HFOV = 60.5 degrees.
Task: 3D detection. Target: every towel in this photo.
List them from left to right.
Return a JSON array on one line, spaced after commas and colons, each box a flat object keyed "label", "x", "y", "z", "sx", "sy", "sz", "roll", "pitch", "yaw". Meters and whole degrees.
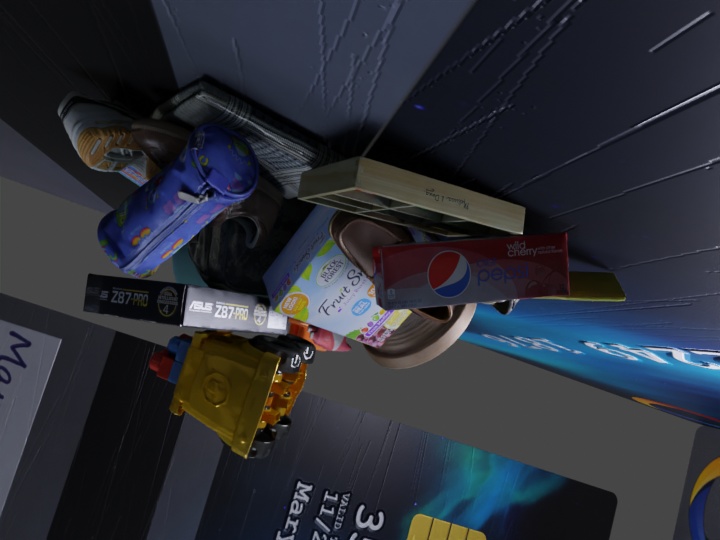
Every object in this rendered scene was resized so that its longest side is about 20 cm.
[{"label": "towel", "x": -0.122, "y": -0.131, "z": 0.671, "sx": 0.189, "sy": 0.036, "sz": 0.198, "roll": 23, "pitch": 172, "yaw": -31}, {"label": "towel", "x": 0.201, "y": 0.020, "z": 0.724, "sx": 0.193, "sy": 0.019, "sz": 0.086, "roll": 1, "pitch": -162, "yaw": 15}]

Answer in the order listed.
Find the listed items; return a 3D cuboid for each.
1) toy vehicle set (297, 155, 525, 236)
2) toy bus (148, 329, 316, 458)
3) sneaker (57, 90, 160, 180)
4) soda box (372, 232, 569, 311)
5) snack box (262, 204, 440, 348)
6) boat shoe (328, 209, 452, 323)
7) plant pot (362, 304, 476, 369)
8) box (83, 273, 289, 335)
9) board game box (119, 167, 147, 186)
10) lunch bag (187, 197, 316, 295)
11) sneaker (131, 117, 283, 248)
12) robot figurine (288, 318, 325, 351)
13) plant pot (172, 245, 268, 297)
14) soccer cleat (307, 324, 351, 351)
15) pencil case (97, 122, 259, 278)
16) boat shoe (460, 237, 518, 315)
[{"label": "toy vehicle set", "x": 0.050, "y": -0.067, "z": 0.611, "sx": 0.194, "sy": 0.028, "sz": 0.123, "roll": 11, "pitch": 176, "yaw": -29}, {"label": "toy bus", "x": -0.169, "y": 0.136, "z": 0.811, "sx": 0.186, "sy": 0.140, "sz": 0.200, "roll": 20, "pitch": -178, "yaw": 9}, {"label": "sneaker", "x": -0.268, "y": -0.162, "z": 0.736, "sx": 0.088, "sy": 0.076, "sz": 0.199, "roll": 47, "pitch": -169, "yaw": 14}, {"label": "soda box", "x": 0.112, "y": -0.001, "z": 0.640, "sx": 0.192, "sy": 0.066, "sz": 0.070, "roll": -5, "pitch": -178, "yaw": -7}, {"label": "snack box", "x": 0.000, "y": 0.000, "z": 0.792, "sx": 0.197, "sy": 0.170, "sz": 0.068, "roll": 23, "pitch": -154, "yaw": -40}, {"label": "boat shoe", "x": 0.044, "y": -0.005, "z": 0.706, "sx": 0.199, "sy": 0.072, "sz": 0.068, "roll": 38, "pitch": -166, "yaw": -36}, {"label": "plant pot", "x": 0.072, "y": 0.040, "z": 0.942, "sx": 0.198, "sy": 0.202, "sz": 0.094, "roll": 8, "pitch": 142, "yaw": 52}, {"label": "box", "x": -0.201, "y": 0.044, "z": 0.747, "sx": 0.156, "sy": 0.051, "sz": 0.198, "roll": 3, "pitch": 174, "yaw": 29}, {"label": "board game box", "x": -0.270, "y": -0.142, "z": 0.913, "sx": 0.194, "sy": 0.046, "sz": 0.152, "roll": 17, "pitch": 172, "yaw": 12}, {"label": "lunch bag", "x": -0.134, "y": -0.038, "z": 0.874, "sx": 0.195, "sy": 0.145, "sz": 0.166, "roll": 5, "pitch": -177, "yaw": -35}, {"label": "sneaker", "x": -0.168, "y": -0.091, "z": 0.683, "sx": 0.197, "sy": 0.078, "sz": 0.069, "roll": 28, "pitch": 166, "yaw": -40}, {"label": "robot figurine", "x": -0.071, "y": 0.035, "z": 1.096, "sx": 0.113, "sy": 0.207, "sz": 0.144, "roll": 11, "pitch": 176, "yaw": 9}, {"label": "plant pot", "x": -0.194, "y": -0.019, "z": 1.036, "sx": 0.197, "sy": 0.207, "sz": 0.159, "roll": 23, "pitch": 168, "yaw": -36}, {"label": "soccer cleat", "x": -0.020, "y": 0.024, "z": 0.930, "sx": 0.074, "sy": 0.206, "sz": 0.067, "roll": 17, "pitch": -171, "yaw": -17}, {"label": "pencil case", "x": -0.185, "y": -0.064, "z": 0.614, "sx": 0.197, "sy": 0.088, "sz": 0.078, "roll": -30, "pitch": 121, "yaw": 34}, {"label": "boat shoe", "x": 0.182, "y": 0.014, "z": 0.845, "sx": 0.070, "sy": 0.068, "sz": 0.200, "roll": 16, "pitch": 172, "yaw": 33}]
